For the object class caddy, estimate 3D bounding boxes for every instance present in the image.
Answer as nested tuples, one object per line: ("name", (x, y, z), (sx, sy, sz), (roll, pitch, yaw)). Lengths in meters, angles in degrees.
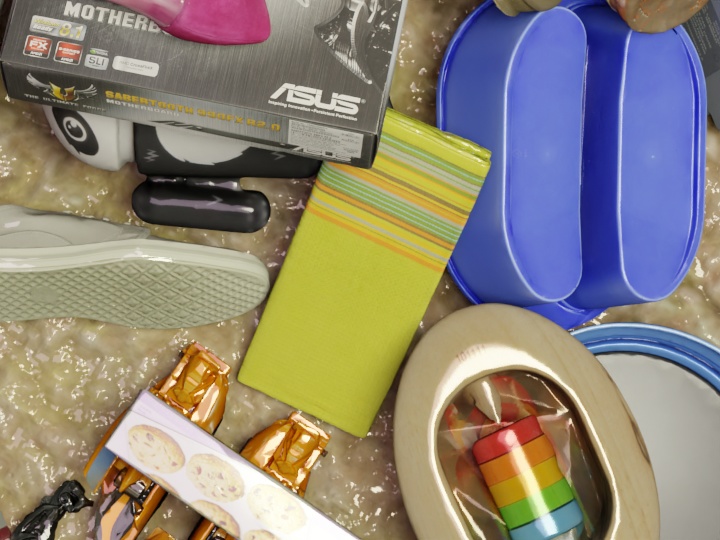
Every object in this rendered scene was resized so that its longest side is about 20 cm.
("caddy", (0.115, -0.064, 1.272), (0.140, 0.105, 0.202), (1, 92, -24))

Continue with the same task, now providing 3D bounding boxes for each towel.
("towel", (0.000, 0.000, 1.253), (0.086, 0.018, 0.201), (25, 122, 3))

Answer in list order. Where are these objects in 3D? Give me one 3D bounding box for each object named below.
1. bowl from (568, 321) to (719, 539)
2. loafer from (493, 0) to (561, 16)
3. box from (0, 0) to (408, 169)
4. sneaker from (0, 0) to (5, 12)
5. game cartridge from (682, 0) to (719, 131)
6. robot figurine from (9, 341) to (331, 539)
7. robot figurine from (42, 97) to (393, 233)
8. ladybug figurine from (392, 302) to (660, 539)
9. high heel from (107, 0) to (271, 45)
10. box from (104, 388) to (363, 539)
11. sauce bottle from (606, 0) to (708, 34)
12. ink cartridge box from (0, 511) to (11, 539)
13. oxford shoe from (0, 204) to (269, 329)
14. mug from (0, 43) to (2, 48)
("bowl", (0.152, 0.131, 1.295), (0.199, 0.039, 0.203), (0, 87, -2))
("loafer", (0.063, -0.197, 1.252), (0.067, 0.201, 0.076), (-30, 125, 13))
("box", (-0.073, -0.150, 1.178), (0.198, 0.048, 0.160), (12, 70, 1))
("sneaker", (-0.225, -0.118, 1.205), (0.079, 0.095, 0.200), (51, 119, 27))
("game cartridge", (0.191, -0.181, 1.264), (0.040, 0.133, 0.201), (-22, 89, -6))
("robot figurine", (-0.112, 0.149, 1.274), (0.144, 0.058, 0.201), (33, 86, 1))
("robot figurine", (-0.080, -0.113, 1.253), (0.198, 0.125, 0.151), (2, 63, -3))
("ladybug figurine", (0.090, 0.116, 1.238), (0.135, 0.072, 0.201), (-20, 88, -2))
("high heel", (-0.088, -0.207, 1.151), (0.095, 0.067, 0.201), (17, 51, -29))
("box", (-0.048, 0.136, 1.229), (0.199, 0.039, 0.042), (36, 85, 0))
("sauce bottle", (0.126, -0.219, 1.244), (0.066, 0.066, 0.201), (-28, 57, -3))
("ink cartridge box", (-0.316, 0.127, 1.224), (0.199, 0.145, 0.146), (-24, 89, -2))
("oxford shoe", (-0.150, -0.006, 1.280), (0.198, 0.075, 0.058), (2, 51, -4))
("mug", (-0.213, -0.231, 1.274), (0.200, 0.178, 0.133), (-39, 52, -8))
